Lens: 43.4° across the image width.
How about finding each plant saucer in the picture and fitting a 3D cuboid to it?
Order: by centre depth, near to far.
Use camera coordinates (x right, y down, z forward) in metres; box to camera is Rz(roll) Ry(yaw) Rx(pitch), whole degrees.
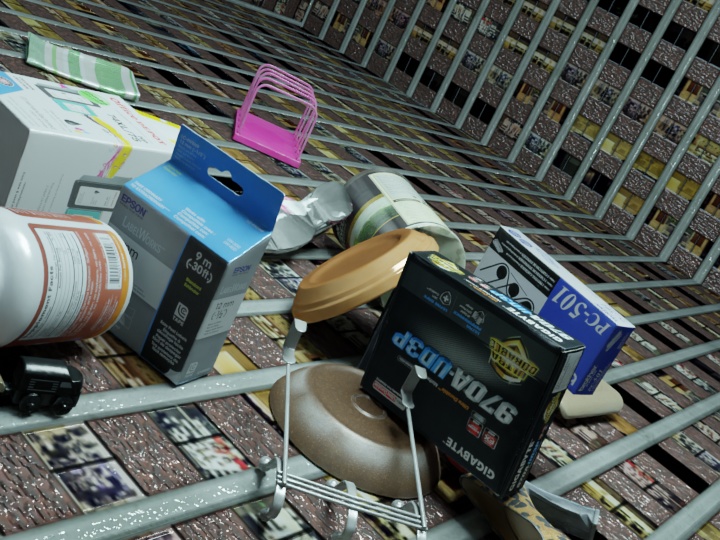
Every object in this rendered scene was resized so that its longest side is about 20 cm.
[{"bbox_3d":[0.003,0.153,0.933,0.197,0.037,0.201,25,19,-9],"label":"plant saucer"},{"bbox_3d":[0.000,0.000,1.104,0.038,0.197,0.200,63,15,-11],"label":"plant saucer"}]

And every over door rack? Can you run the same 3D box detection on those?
[{"bbox_3d":[-0.013,0.158,0.817,0.145,0.067,0.202,22,41,-16],"label":"over door rack"}]

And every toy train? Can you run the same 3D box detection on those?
[{"bbox_3d":[-0.302,0.079,0.677,0.197,0.046,0.034,11,24,-41],"label":"toy train"}]

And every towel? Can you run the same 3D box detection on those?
[{"bbox_3d":[-0.492,-0.361,1.605,0.197,0.024,0.153,18,22,-29],"label":"towel"}]

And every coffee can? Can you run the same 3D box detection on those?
[{"bbox_3d":[0.052,-0.046,1.347,0.144,0.148,0.201,17,21,-29],"label":"coffee can"}]

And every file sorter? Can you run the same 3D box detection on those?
[{"bbox_3d":[-0.163,-0.313,1.781,0.137,0.127,0.201,23,19,-15],"label":"file sorter"}]

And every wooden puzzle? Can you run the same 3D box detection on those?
[{"bbox_3d":[0.269,0.145,1.322,0.183,0.047,0.200,6,33,-48],"label":"wooden puzzle"}]

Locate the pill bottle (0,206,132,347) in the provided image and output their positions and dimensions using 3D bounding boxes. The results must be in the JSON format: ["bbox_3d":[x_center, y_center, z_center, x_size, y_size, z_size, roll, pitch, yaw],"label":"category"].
[{"bbox_3d":[-0.285,0.005,0.745,0.111,0.114,0.200,33,9,16],"label":"pill bottle"}]

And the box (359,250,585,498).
[{"bbox_3d":[0.103,0.095,0.889,0.199,0.162,0.046,34,23,35],"label":"box"}]

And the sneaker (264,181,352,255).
[{"bbox_3d":[-0.098,-0.058,1.299,0.198,0.086,0.081,-19,75,-42],"label":"sneaker"}]

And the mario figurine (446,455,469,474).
[{"bbox_3d":[0.126,0.125,0.977,0.104,0.204,0.123,-14,-2,-3],"label":"mario figurine"}]

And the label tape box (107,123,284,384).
[{"bbox_3d":[-0.174,-0.017,0.866,0.142,0.203,0.066,33,21,20],"label":"label tape box"}]

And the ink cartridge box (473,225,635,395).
[{"bbox_3d":[0.212,0.043,1.043,0.044,0.095,0.200,8,28,-44],"label":"ink cartridge box"}]

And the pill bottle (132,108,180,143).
[{"bbox_3d":[-0.325,-0.167,1.203,0.197,0.106,0.105,18,20,-28],"label":"pill bottle"}]

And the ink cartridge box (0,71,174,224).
[{"bbox_3d":[-0.326,-0.108,0.975,0.146,0.148,0.198,38,21,30],"label":"ink cartridge box"}]

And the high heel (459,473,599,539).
[{"bbox_3d":[0.138,0.256,0.835,0.140,0.073,0.200,16,21,17],"label":"high heel"}]

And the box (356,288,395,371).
[{"bbox_3d":[0.117,0.087,1.125,0.194,0.126,0.200,27,19,2],"label":"box"}]
